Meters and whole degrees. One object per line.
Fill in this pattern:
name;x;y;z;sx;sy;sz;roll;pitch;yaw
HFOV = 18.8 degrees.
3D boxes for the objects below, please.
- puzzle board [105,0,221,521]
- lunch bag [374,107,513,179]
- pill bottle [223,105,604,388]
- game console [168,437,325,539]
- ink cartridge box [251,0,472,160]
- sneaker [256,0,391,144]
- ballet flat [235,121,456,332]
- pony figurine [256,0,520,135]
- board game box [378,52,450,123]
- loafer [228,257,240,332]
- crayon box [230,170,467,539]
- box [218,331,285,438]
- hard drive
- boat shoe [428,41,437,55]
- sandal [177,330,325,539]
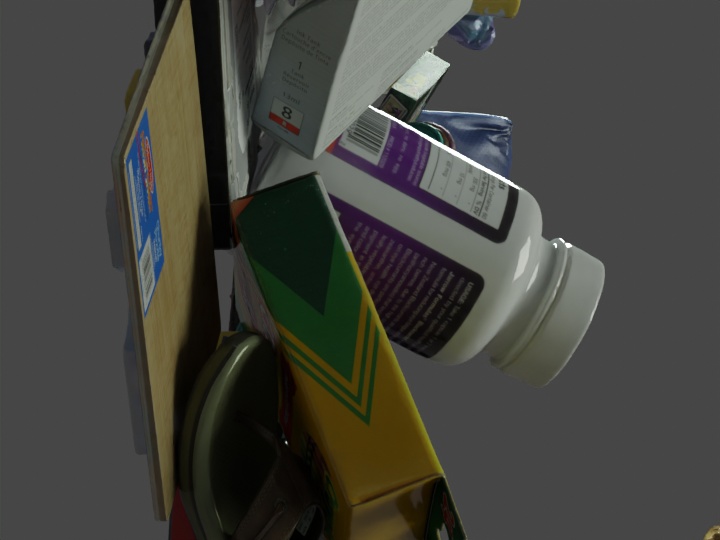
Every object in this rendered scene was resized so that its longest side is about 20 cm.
puzzle board;-0.092;-0.008;1.010;0.151;0.017;0.201;-78;168;-54
lunch bag;0.019;-0.040;1.592;0.200;0.135;0.133;-10;-101;63
pill bottle;0.032;-0.015;1.217;0.112;0.200;0.111;-59;-170;17
game console;-0.048;0.177;1.138;0.200;0.031;0.178;1;88;-65
ink cartridge box;0.020;-0.171;1.108;0.162;0.050;0.200;-46;162;-37
sneaker;-0.020;-0.127;1.423;0.074;0.115;0.200;89;5;-47
ballet flat;0.000;0.000;1.305;0.200;0.069;0.071;-54;146;-21
pony figurine;-0.007;-0.182;1.297;0.193;0.199;0.167;109;-21;-50
board game box;-0.010;-0.046;1.408;0.200;0.023;0.105;-58;180;22
loafer;-0.045;0.041;1.339;0.071;0.073;0.201;-66;155;-80
crayon box;-0.009;0.069;1.075;0.127;0.051;0.200;95;-26;-65
box;-0.056;0.138;1.241;0.070;0.064;0.201;-80;170;-67
hard drive;-0.078;-0.128;1.118;0.140;0.038;0.201;-82;172;-64
boat shoe;0.021;-0.172;1.583;0.200;0.070;0.071;-42;-150;36
sandal;-0.043;0.127;1.045;0.080;0.057;0.202;-20;107;-64
